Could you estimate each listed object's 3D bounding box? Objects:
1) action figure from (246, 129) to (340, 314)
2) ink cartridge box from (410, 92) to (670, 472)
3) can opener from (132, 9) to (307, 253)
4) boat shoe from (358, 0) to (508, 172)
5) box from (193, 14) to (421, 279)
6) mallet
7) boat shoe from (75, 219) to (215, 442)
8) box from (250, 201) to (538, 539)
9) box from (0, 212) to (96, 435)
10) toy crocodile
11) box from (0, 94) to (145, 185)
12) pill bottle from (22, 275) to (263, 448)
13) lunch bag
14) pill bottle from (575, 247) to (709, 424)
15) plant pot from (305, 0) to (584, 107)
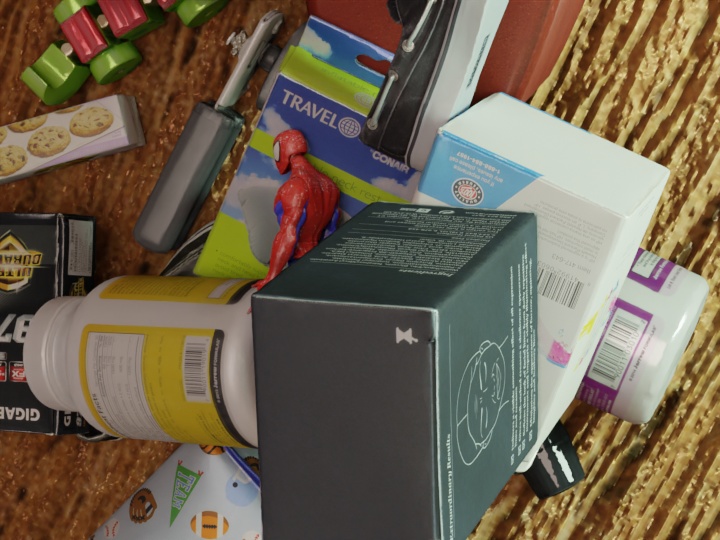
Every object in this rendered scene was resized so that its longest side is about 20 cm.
[{"bbox_3d":[-0.035,0.009,1.365,0.052,0.065,0.201,-6,86,31],"label":"action figure"},{"bbox_3d":[0.089,0.012,1.345,0.128,0.125,0.200,26,113,12],"label":"ink cartridge box"},{"bbox_3d":[-0.097,-0.098,1.540,0.066,0.053,0.200,34,101,8],"label":"can opener"},{"bbox_3d":[0.050,-0.160,1.312,0.068,0.072,0.200,23,113,11],"label":"boat shoe"},{"bbox_3d":[-0.021,-0.056,1.420,0.122,0.048,0.200,25,125,-1],"label":"box"},{"bbox_3d":[0.059,0.150,1.530,0.200,0.041,0.066,-19,88,18],"label":"mallet"},{"bbox_3d":[-0.138,0.046,1.554,0.071,0.064,0.200,37,101,9],"label":"boat shoe"},{"bbox_3d":[0.025,0.059,1.203,0.107,0.200,0.149,4,107,19],"label":"box"},{"bbox_3d":[-0.287,0.036,1.570,0.200,0.046,0.159,2,89,28],"label":"box"},{"bbox_3d":[-0.161,-0.192,1.545,0.200,0.062,0.068,-33,86,13],"label":"toy crocodile"},{"bbox_3d":[-0.259,-0.087,1.587,0.199,0.039,0.042,-13,89,14],"label":"box"},{"bbox_3d":[-0.128,0.060,1.447,0.200,0.112,0.112,2,95,35],"label":"pill bottle"},{"bbox_3d":[-0.081,0.223,1.517,0.170,0.124,0.200,-44,79,16],"label":"lunch bag"},{"bbox_3d":[0.127,0.016,1.464,0.200,0.112,0.113,26,99,11],"label":"pill bottle"},{"bbox_3d":[0.064,-0.213,1.432,0.199,0.200,0.177,12,110,13],"label":"plant pot"}]
